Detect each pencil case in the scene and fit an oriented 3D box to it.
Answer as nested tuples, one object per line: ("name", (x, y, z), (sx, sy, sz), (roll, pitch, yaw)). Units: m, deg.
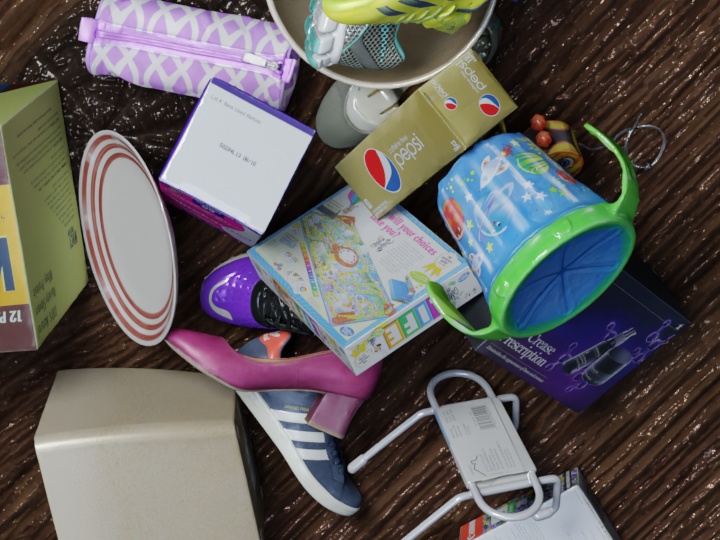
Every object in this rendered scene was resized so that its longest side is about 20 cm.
("pencil case", (-0.149, -0.196, 1.614), (0.199, 0.086, 0.084), (10, 104, 2))

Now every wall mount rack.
("wall mount rack", (0.087, 0.187, 1.665), (0.173, 0.200, 0.075), (-10, 130, -13))

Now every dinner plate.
("dinner plate", (-0.207, -0.031, 1.633), (0.024, 0.200, 0.201), (-16, 109, -30))

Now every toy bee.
("toy bee", (0.156, -0.102, 1.608), (0.200, 0.109, 0.131), (-44, 55, 7))

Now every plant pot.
("plant pot", (-0.188, 0.200, 1.686), (0.176, 0.200, 0.201), (-11, 106, 1))

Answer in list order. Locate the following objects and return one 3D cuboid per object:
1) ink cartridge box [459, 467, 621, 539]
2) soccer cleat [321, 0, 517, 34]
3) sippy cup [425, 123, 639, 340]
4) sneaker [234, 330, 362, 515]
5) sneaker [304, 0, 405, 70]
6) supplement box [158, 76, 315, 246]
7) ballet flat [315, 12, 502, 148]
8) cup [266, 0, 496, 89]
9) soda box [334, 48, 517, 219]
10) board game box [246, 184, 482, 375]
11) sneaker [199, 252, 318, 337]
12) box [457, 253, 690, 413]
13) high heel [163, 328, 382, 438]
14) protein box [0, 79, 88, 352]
("ink cartridge box", (0.153, 0.289, 1.757), (0.199, 0.050, 0.109), (-29, 103, 13))
("soccer cleat", (0.057, -0.217, 1.406), (0.199, 0.065, 0.084), (-25, 126, -32))
("sippy cup", (0.133, -0.038, 1.457), (0.177, 0.140, 0.131), (-28, 61, -16))
("sneaker", (-0.043, 0.143, 1.716), (0.084, 0.075, 0.200), (-34, 105, 7))
("sneaker", (0.020, -0.254, 1.451), (0.091, 0.078, 0.201), (12, 111, -16))
("supplement box", (-0.111, -0.091, 1.573), (0.101, 0.200, 0.104), (27, 87, -3))
("ballet flat", (0.039, -0.174, 1.617), (0.199, 0.064, 0.068), (-33, 102, 13))
("cup", (0.023, -0.270, 1.548), (0.199, 0.143, 0.202), (1, 107, 4))
("soda box", (0.053, -0.113, 1.524), (0.068, 0.200, 0.064), (-39, 91, -26))
("board game box", (0.000, 0.000, 1.585), (0.134, 0.200, 0.034), (-33, 127, -11))
("sneaker", (-0.055, 0.027, 1.665), (0.199, 0.100, 0.070), (1, 105, 3))
("box", (0.187, 0.034, 1.606), (0.141, 0.079, 0.200), (-43, 142, 13))
("high heel", (-0.079, 0.073, 1.646), (0.199, 0.067, 0.097), (26, 90, -19))
("protein box", (-0.346, -0.050, 1.613), (0.134, 0.199, 0.201), (-4, 107, 7))
